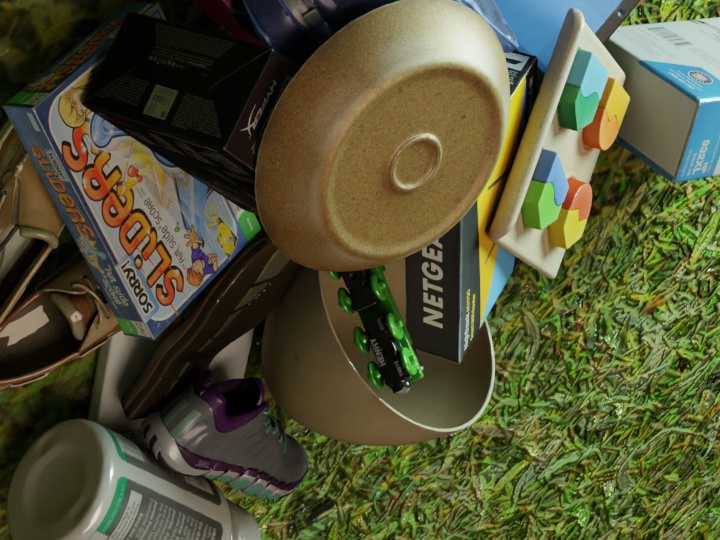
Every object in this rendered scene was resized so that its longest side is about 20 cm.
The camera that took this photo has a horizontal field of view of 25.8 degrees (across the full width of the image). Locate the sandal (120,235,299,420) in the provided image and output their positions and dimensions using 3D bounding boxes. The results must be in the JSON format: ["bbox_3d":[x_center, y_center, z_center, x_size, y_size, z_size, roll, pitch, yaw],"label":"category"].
[{"bbox_3d":[-0.127,0.038,1.232,0.200,0.055,0.082,-48,157,24],"label":"sandal"}]

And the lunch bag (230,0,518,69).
[{"bbox_3d":[-0.007,-0.185,1.048,0.132,0.136,0.200,-38,140,17],"label":"lunch bag"}]

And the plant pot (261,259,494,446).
[{"bbox_3d":[-0.004,0.064,1.303,0.200,0.201,0.134,16,143,-42],"label":"plant pot"}]

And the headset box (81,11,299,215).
[{"bbox_3d":[-0.065,-0.087,1.076,0.200,0.149,0.077,32,82,-48],"label":"headset box"}]

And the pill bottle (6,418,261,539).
[{"bbox_3d":[-0.177,0.204,1.269,0.113,0.113,0.200,-50,134,4],"label":"pill bottle"}]

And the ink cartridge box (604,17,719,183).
[{"bbox_3d":[0.314,-0.157,1.391,0.200,0.145,0.084,-10,126,-31],"label":"ink cartridge box"}]

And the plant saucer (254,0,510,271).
[{"bbox_3d":[0.026,-0.076,1.012,0.200,0.035,0.201,-23,134,-26],"label":"plant saucer"}]

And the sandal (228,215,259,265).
[{"bbox_3d":[-0.078,-0.080,1.224,0.075,0.048,0.201,8,115,-40],"label":"sandal"}]

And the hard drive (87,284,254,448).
[{"bbox_3d":[-0.158,0.092,1.302,0.132,0.027,0.200,-6,123,-33],"label":"hard drive"}]

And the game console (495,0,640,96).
[{"bbox_3d":[0.159,-0.251,1.221,0.200,0.118,0.171,-51,169,4],"label":"game console"}]

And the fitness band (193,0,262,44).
[{"bbox_3d":[-0.051,-0.228,1.116,0.143,0.037,0.200,-36,142,16],"label":"fitness band"}]

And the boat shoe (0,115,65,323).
[{"bbox_3d":[-0.232,-0.041,1.115,0.072,0.076,0.200,17,106,-39],"label":"boat shoe"}]

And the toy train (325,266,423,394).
[{"bbox_3d":[0.000,0.000,1.207,0.042,0.200,0.056,-24,173,19],"label":"toy train"}]

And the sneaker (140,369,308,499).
[{"bbox_3d":[-0.087,0.133,1.296,0.088,0.074,0.200,-46,150,15],"label":"sneaker"}]

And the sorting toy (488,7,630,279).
[{"bbox_3d":[0.166,-0.093,1.252,0.186,0.036,0.200,-70,160,-3],"label":"sorting toy"}]

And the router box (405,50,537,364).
[{"bbox_3d":[0.085,-0.050,1.211,0.149,0.051,0.200,-56,155,-38],"label":"router box"}]

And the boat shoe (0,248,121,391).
[{"bbox_3d":[-0.208,0.029,1.171,0.200,0.072,0.076,-38,103,-9],"label":"boat shoe"}]

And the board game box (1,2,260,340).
[{"bbox_3d":[-0.157,-0.070,1.120,0.135,0.034,0.200,-49,130,-34],"label":"board game box"}]
